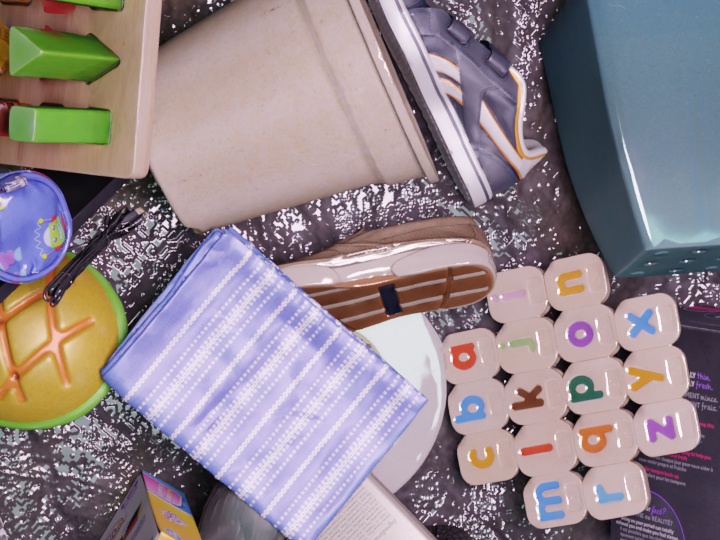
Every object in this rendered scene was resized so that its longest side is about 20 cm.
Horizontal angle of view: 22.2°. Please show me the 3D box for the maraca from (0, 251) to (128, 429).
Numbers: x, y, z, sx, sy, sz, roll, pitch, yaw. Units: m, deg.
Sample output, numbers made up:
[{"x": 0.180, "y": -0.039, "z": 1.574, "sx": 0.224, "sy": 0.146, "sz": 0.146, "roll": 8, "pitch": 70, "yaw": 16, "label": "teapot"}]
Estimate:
[{"x": -0.265, "y": 0.039, "z": 1.341, "sx": 0.199, "sy": 0.107, "sz": 0.138, "roll": 19, "pitch": 78, "yaw": 12, "label": "maraca"}]

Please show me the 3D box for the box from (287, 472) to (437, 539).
[{"x": 0.038, "y": 0.236, "z": 1.358, "sx": 0.082, "sy": 0.068, "sz": 0.200, "roll": -43, "pitch": 79, "yaw": -2, "label": "box"}]

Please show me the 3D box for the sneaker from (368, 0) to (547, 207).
[{"x": 0.074, "y": -0.152, "z": 1.392, "sx": 0.079, "sy": 0.078, "sz": 0.201, "roll": -29, "pitch": 111, "yaw": -1, "label": "sneaker"}]

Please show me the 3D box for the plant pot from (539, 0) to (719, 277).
[{"x": 0.227, "y": -0.103, "z": 1.360, "sx": 0.141, "sy": 0.141, "sz": 0.201, "roll": -3, "pitch": 76, "yaw": -9, "label": "plant pot"}]

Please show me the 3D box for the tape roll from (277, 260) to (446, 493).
[{"x": -0.032, "y": 0.091, "z": 1.419, "sx": 0.202, "sy": 0.037, "sz": 0.204, "roll": -1, "pitch": 96, "yaw": -9, "label": "tape roll"}]

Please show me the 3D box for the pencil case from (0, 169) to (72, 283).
[{"x": -0.290, "y": -0.045, "z": 1.278, "sx": 0.087, "sy": 0.199, "sz": 0.079, "roll": -9, "pitch": 108, "yaw": -48, "label": "pencil case"}]

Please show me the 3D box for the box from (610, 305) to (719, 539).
[{"x": 0.272, "y": 0.135, "z": 1.420, "sx": 0.106, "sy": 0.122, "sz": 0.201, "roll": -5, "pitch": 99, "yaw": -36, "label": "box"}]

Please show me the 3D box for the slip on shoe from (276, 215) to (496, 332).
[{"x": 0.000, "y": 0.000, "z": 1.370, "sx": 0.199, "sy": 0.061, "sz": 0.076, "roll": -12, "pitch": 142, "yaw": 2, "label": "slip on shoe"}]

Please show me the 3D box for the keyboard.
[{"x": -0.228, "y": -0.015, "z": 1.300, "sx": 0.200, "sy": 0.127, "sz": 0.021, "roll": -49, "pitch": 137, "yaw": -33, "label": "keyboard"}]

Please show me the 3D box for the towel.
[{"x": -0.069, "y": 0.083, "z": 1.310, "sx": 0.200, "sy": 0.024, "sz": 0.145, "roll": 40, "pitch": 86, "yaw": -2, "label": "towel"}]

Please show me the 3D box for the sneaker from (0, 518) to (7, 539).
[{"x": -0.316, "y": 0.166, "z": 1.363, "sx": 0.074, "sy": 0.085, "sz": 0.201, "roll": -19, "pitch": 121, "yaw": -31, "label": "sneaker"}]

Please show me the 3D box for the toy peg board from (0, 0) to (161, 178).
[{"x": -0.246, "y": -0.173, "z": 1.267, "sx": 0.198, "sy": 0.098, "sz": 0.201, "roll": 8, "pitch": 95, "yaw": 31, "label": "toy peg board"}]

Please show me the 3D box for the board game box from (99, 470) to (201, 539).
[{"x": -0.173, "y": 0.238, "z": 1.326, "sx": 0.040, "sy": 0.200, "sz": 0.153, "roll": 31, "pitch": 91, "yaw": -12, "label": "board game box"}]

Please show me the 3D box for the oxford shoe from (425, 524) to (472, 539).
[{"x": 0.009, "y": 0.274, "z": 1.439, "sx": 0.200, "sy": 0.073, "sz": 0.085, "roll": -35, "pitch": 126, "yaw": -9, "label": "oxford shoe"}]

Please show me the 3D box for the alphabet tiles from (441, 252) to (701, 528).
[{"x": 0.159, "y": 0.092, "z": 1.404, "sx": 0.195, "sy": 0.015, "sz": 0.201, "roll": -13, "pitch": 83, "yaw": 24, "label": "alphabet tiles"}]

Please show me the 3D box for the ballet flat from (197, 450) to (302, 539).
[{"x": -0.068, "y": 0.145, "z": 1.350, "sx": 0.066, "sy": 0.057, "sz": 0.201, "roll": 22, "pitch": 80, "yaw": -2, "label": "ballet flat"}]

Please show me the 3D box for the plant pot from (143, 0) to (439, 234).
[{"x": -0.065, "y": -0.122, "z": 1.326, "sx": 0.183, "sy": 0.200, "sz": 0.201, "roll": -23, "pitch": 100, "yaw": 5, "label": "plant pot"}]
